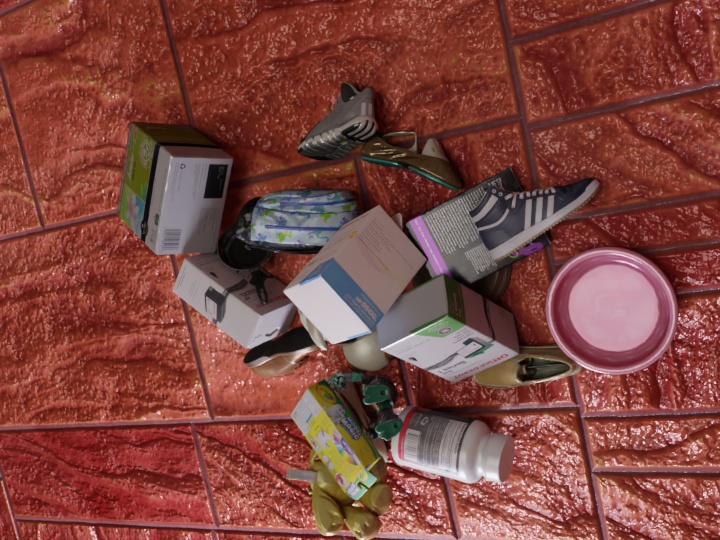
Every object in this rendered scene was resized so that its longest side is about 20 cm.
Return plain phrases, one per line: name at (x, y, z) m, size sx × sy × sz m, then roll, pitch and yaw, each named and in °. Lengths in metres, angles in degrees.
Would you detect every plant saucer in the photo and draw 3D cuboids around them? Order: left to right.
plant saucer at (0.163, -0.017, 1.435) m, size 0.200 × 0.029 × 0.200 m, roll 8°, pitch 107°, yaw 29°
plant saucer at (0.394, 0.060, 1.300) m, size 0.200 × 0.051 × 0.201 m, roll 6°, pitch 102°, yaw 27°

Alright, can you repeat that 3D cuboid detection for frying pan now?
frying pan at (-0.196, -0.023, 1.602) m, size 0.190 × 0.115 × 0.031 m, roll 44°, pitch 162°, yaw 24°

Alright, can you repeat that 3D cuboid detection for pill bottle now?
pill bottle at (0.164, 0.311, 1.466) m, size 0.200 × 0.111 × 0.111 m, roll 9°, pitch 106°, yaw 29°

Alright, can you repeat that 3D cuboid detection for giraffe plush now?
giraffe plush at (-0.041, 0.425, 1.594) m, size 0.200 × 0.162 × 0.173 m, roll 22°, pitch 71°, yaw 8°

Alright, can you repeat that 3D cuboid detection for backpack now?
backpack at (-0.097, -0.088, 1.499) m, size 0.200 × 0.163 × 0.154 m, roll 18°, pitch 95°, yaw 18°

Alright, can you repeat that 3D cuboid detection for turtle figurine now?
turtle figurine at (0.018, 0.227, 1.480) m, size 0.101 × 0.200 × 0.150 m, roll -41°, pitch 100°, yaw -7°

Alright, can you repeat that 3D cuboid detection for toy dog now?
toy dog at (-0.011, 0.093, 1.481) m, size 0.139 × 0.194 × 0.200 m, roll -33°, pitch 118°, yaw 19°

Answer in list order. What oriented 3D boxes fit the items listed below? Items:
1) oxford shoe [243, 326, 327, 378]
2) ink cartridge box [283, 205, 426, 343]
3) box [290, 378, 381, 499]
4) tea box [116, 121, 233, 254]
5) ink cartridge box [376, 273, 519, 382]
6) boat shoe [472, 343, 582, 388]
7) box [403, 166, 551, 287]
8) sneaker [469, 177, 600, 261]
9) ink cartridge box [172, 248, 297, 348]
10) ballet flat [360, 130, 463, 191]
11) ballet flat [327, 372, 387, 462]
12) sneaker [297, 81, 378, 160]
oxford shoe at (-0.135, 0.164, 1.644) m, size 0.200 × 0.071 × 0.071 m, roll -21°, pitch 119°, yaw 32°
ink cartridge box at (0.000, 0.000, 1.358) m, size 0.125 × 0.200 × 0.128 m, roll 48°, pitch 148°, yaw -12°
box at (-0.039, 0.305, 1.488) m, size 0.200 × 0.048 × 0.117 m, roll 54°, pitch 143°, yaw 18°
tea box at (-0.364, -0.162, 1.613) m, size 0.197 × 0.133 × 0.200 m, roll 37°, pitch 120°, yaw 44°
ink cartridge box at (0.146, 0.100, 1.367) m, size 0.146 × 0.200 × 0.084 m, roll -30°, pitch 48°, yaw 33°
boat shoe at (0.268, 0.162, 1.388) m, size 0.200 × 0.076 × 0.072 m, roll -18°, pitch 93°, yaw 33°
box at (0.191, -0.060, 1.366) m, size 0.200 × 0.036 × 0.143 m, roll -27°, pitch 87°, yaw 13°
sneaker at (0.265, -0.111, 1.296) m, size 0.200 × 0.070 × 0.109 m, roll -34°, pitch 88°, yaw 10°
ink cartridge box at (-0.238, 0.047, 1.616) m, size 0.200 × 0.145 × 0.084 m, roll 35°, pitch 116°, yaw 18°
ballet flat at (0.093, -0.197, 1.418) m, size 0.200 × 0.068 × 0.072 m, roll 22°, pitch 94°, yaw 28°
ballet flat at (-0.016, 0.294, 1.595) m, size 0.069 × 0.069 × 0.200 m, roll -29°, pitch 87°, yaw 32°
sneaker at (-0.036, -0.271, 1.475) m, size 0.200 × 0.075 × 0.116 m, roll -13°, pitch 67°, yaw 48°
